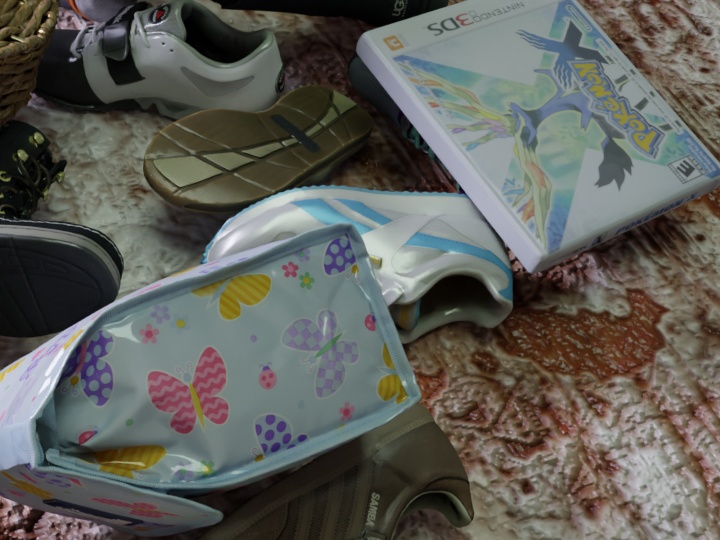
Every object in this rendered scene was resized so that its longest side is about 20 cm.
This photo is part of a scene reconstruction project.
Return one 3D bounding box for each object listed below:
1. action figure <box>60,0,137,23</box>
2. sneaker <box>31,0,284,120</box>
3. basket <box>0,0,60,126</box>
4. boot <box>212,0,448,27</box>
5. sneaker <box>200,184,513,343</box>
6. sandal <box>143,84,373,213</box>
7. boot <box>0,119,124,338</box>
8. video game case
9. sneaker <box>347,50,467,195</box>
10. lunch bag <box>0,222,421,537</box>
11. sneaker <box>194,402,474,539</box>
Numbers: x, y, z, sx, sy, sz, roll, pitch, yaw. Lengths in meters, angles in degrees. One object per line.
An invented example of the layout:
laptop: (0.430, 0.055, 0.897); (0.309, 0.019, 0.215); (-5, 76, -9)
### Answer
action figure: (-0.173, -0.260, 1.136); (0.198, 0.105, 0.195); (-12, 51, 12)
sneaker: (-0.148, -0.156, 1.051); (0.198, 0.089, 0.075); (8, 47, -2)
basket: (-0.280, -0.122, 0.946); (0.142, 0.150, 0.200); (29, 25, -6)
boot: (-0.043, -0.232, 1.103); (0.166, 0.077, 0.200); (7, 27, -23)
sneaker: (0.000, 0.000, 0.941); (0.198, 0.077, 0.081); (-4, 49, -12)
sandal: (-0.065, -0.072, 1.016); (0.080, 0.054, 0.199); (41, 38, 17)
boot: (-0.207, -0.034, 0.897); (0.202, 0.074, 0.154); (-4, 37, 26)
video game case: (0.122, -0.106, 1.016); (0.181, 0.022, 0.201); (-23, 66, -33)
sneaker: (0.070, -0.093, 1.046); (0.199, 0.075, 0.088); (25, 52, 12)
lunch bag: (-0.098, 0.069, 0.779); (0.199, 0.169, 0.128); (-18, 87, -30)
sneaker: (-0.023, 0.146, 0.803); (0.199, 0.071, 0.076); (-31, 78, -24)
